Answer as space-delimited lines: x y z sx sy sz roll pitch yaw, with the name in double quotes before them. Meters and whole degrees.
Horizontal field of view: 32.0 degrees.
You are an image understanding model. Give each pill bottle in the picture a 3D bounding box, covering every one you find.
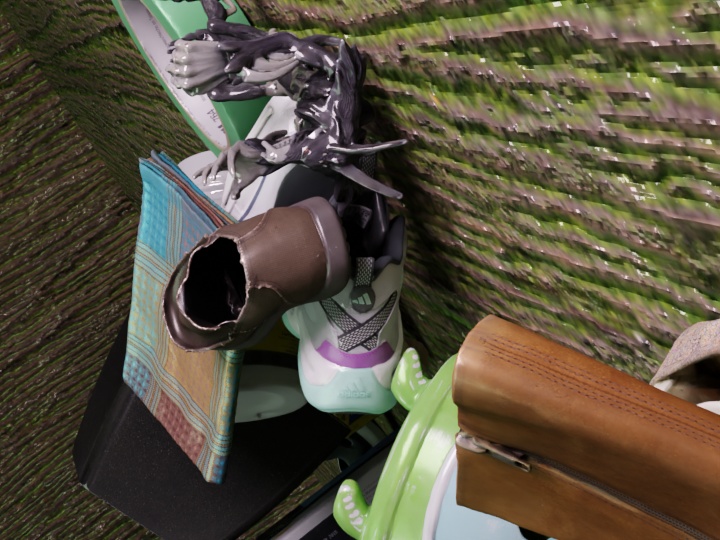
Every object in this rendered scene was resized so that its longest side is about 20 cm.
"pill bottle" -0.102 0.012 1.011 0.114 0.114 0.201 82 -178 -68

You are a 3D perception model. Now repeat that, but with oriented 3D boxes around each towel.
"towel" -0.126 0.034 0.895 0.147 0.022 0.201 40 130 41

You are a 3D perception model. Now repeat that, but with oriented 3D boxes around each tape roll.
"tape roll" -0.120 -0.162 0.926 0.201 0.048 0.201 51 169 15

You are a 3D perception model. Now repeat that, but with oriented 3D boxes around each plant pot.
"plant pot" -0.158 0.145 1.155 0.200 0.178 0.199 38 174 -16

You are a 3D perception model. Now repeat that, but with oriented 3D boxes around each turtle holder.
"turtle holder" 0.064 0.144 0.722 0.131 0.186 0.141 21 150 20

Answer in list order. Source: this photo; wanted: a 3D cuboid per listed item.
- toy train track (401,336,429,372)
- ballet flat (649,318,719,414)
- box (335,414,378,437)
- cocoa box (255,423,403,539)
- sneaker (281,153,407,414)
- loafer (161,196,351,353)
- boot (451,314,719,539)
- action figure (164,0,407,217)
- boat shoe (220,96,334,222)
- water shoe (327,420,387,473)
"toy train track" 0.000 0.000 0.957 0.200 0.033 0.115 54 164 -28
"ballet flat" 0.129 0.051 0.442 0.068 0.067 0.200 51 169 15
"box" -0.027 0.118 1.316 0.064 0.070 0.200 58 169 -8
"cocoa box" 0.015 0.257 1.208 0.134 0.200 0.131 54 170 0
"sneaker" -0.005 -0.011 0.792 0.200 0.077 0.141 -118 30 -67
"loafer" -0.081 0.004 0.737 0.200 0.071 0.073 -32 72 57
"boot" 0.120 0.101 0.374 0.199 0.069 0.189 14 153 18
"action figure" -0.058 -0.096 0.711 0.200 0.102 0.119 48 154 40
"boat shoe" -0.059 -0.056 0.855 0.200 0.073 0.066 -49 59 51
"water shoe" 0.016 0.229 1.407 0.200 0.079 0.071 50 172 -26
